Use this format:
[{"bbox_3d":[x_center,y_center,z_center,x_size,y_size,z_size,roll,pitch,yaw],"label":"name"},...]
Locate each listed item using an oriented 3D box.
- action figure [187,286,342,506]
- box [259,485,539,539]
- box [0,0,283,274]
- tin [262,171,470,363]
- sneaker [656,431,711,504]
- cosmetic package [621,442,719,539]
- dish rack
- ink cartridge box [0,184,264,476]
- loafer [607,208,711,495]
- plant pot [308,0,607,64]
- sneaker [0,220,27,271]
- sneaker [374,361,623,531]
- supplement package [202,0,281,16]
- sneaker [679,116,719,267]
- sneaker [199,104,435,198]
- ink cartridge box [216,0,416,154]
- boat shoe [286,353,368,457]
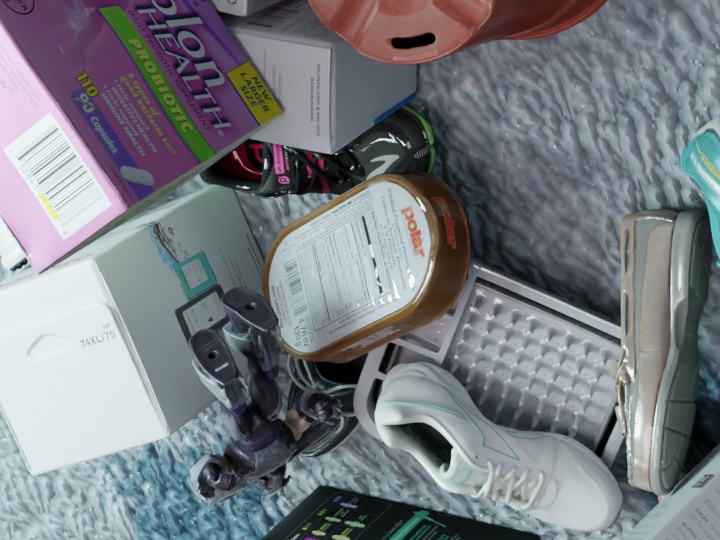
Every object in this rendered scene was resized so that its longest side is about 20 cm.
[{"bbox_3d":[-0.079,0.110,1.489,0.069,0.130,0.201,34,152,33],"label":"action figure"},{"bbox_3d":[0.027,0.276,1.591,0.199,0.124,0.149,10,112,23],"label":"box"},{"bbox_3d":[-0.176,-0.124,1.324,0.097,0.200,0.176,-32,94,35],"label":"box"},{"bbox_3d":[0.000,0.000,1.479,0.200,0.042,0.113,-28,73,43],"label":"tin"},{"bbox_3d":[0.272,0.177,1.465,0.086,0.080,0.201,-25,94,9],"label":"sneaker"},{"bbox_3d":[0.256,0.164,1.379,0.200,0.102,0.074,-44,87,-9],"label":"cosmetic package"},{"bbox_3d":[0.108,0.078,1.506,0.199,0.044,0.172,24,118,7],"label":"dish rack"},{"bbox_3d":[-0.179,0.042,1.565,0.146,0.200,0.147,-18,100,32],"label":"ink cartridge box"},{"bbox_3d":[0.204,0.056,1.418,0.063,0.072,0.201,6,83,27],"label":"loafer"},{"bbox_3d":[0.062,-0.231,1.337,0.200,0.195,0.202,10,113,25],"label":"plant pot"},{"bbox_3d":[-0.227,-0.096,1.560,0.080,0.200,0.074,43,168,-3],"label":"sneaker"},{"bbox_3d":[0.096,0.144,1.472,0.200,0.080,0.071,27,117,3],"label":"sneaker"},{"bbox_3d":[-0.102,-0.305,1.422,0.151,0.151,0.201,16,116,23],"label":"supplement package"},{"bbox_3d":[0.288,-0.014,1.384,0.080,0.077,0.201,-29,87,48],"label":"sneaker"},{"bbox_3d":[-0.035,-0.081,1.511,0.199,0.084,0.077,-4,108,29],"label":"sneaker"},{"bbox_3d":[-0.076,-0.159,1.466,0.199,0.146,0.086,11,115,25],"label":"ink cartridge box"},{"bbox_3d":[-0.014,0.074,1.572,0.075,0.062,0.200,38,122,9],"label":"boat shoe"}]
